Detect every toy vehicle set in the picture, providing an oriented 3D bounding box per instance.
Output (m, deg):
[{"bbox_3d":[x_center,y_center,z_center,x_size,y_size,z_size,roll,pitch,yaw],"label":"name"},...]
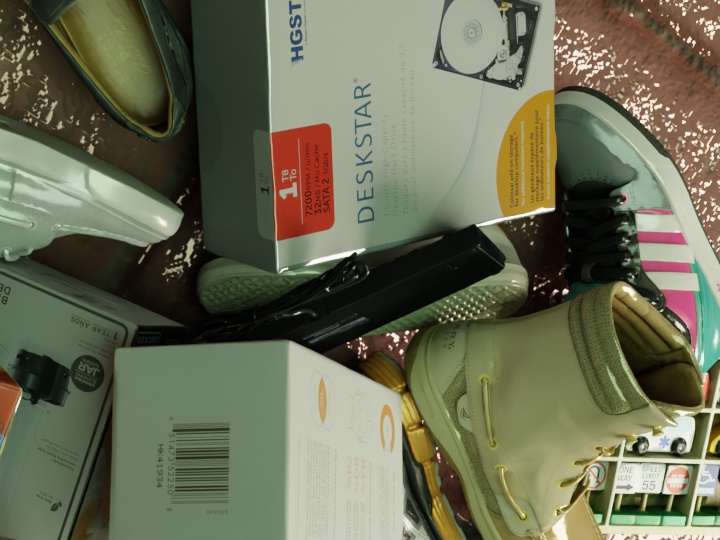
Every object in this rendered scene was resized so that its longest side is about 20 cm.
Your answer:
[{"bbox_3d":[0.189,0.106,1.390,0.199,0.026,0.125,4,102,-26],"label":"toy vehicle set"}]

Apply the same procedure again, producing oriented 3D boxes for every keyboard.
[{"bbox_3d":[-0.023,0.022,1.190,0.199,0.127,0.021,-25,74,11],"label":"keyboard"}]

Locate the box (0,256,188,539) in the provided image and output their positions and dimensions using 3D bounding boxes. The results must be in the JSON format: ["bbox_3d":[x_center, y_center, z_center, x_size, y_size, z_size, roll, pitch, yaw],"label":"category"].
[{"bbox_3d":[-0.182,0.103,1.158,0.060,0.116,0.201,6,103,-67],"label":"box"}]

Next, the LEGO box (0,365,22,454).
[{"bbox_3d":[-0.269,0.045,1.055,0.148,0.200,0.078,18,97,-29],"label":"LEGO box"}]

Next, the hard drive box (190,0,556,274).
[{"bbox_3d":[0.010,-0.096,1.200,0.199,0.077,0.157,-14,109,-34],"label":"hard drive box"}]

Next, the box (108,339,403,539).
[{"bbox_3d":[-0.050,0.113,1.143,0.097,0.200,0.125,-3,78,17],"label":"box"}]

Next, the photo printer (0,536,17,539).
[{"bbox_3d":[-0.257,0.204,1.120,0.069,0.199,0.168,-29,123,-58],"label":"photo printer"}]

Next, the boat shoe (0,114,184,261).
[{"bbox_3d":[-0.192,-0.042,1.143,0.199,0.072,0.069,19,98,-29],"label":"boat shoe"}]

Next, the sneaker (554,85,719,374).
[{"bbox_3d":[0.143,0.001,1.292,0.121,0.083,0.201,-45,113,-33],"label":"sneaker"}]

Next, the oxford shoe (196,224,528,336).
[{"bbox_3d":[0.000,0.000,1.258,0.199,0.075,0.058,-3,61,-17],"label":"oxford shoe"}]

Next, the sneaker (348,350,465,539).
[{"bbox_3d":[0.014,0.151,1.295,0.077,0.078,0.201,-23,102,-18],"label":"sneaker"}]

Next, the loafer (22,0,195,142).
[{"bbox_3d":[-0.145,-0.154,1.126,0.073,0.072,0.200,-34,115,4],"label":"loafer"}]

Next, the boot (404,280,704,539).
[{"bbox_3d":[0.133,0.102,1.245,0.201,0.155,0.073,60,38,-16],"label":"boot"}]
